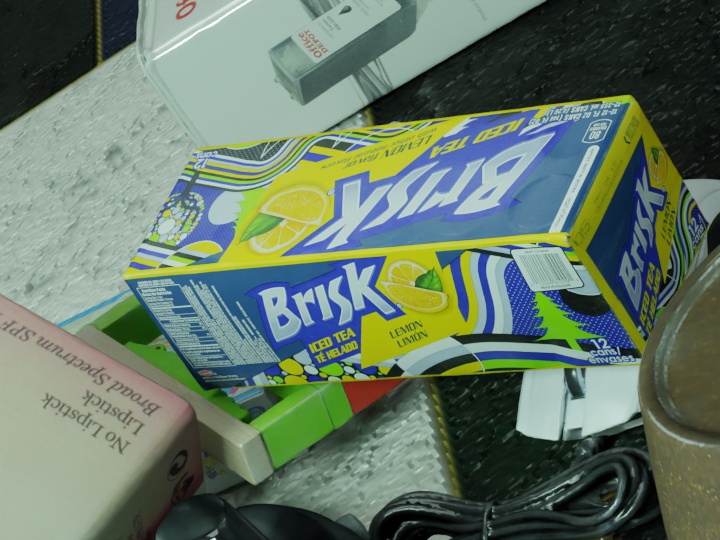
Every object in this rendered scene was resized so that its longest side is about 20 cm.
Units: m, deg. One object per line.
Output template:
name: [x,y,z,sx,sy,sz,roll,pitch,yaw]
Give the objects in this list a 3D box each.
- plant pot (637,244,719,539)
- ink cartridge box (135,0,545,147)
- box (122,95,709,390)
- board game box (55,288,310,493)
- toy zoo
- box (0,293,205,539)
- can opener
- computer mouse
plant pot: [0.152,0.077,0.650,0.186,0.200,0.187,-28,26,15]
ink cartridge box: [-0.002,-0.147,1.365,0.199,0.085,0.146,-28,26,14]
box: [0.017,-0.007,1.014,0.199,0.064,0.070,-4,44,38]
board game box: [-0.103,0.059,1.199,0.199,0.034,0.135,-25,28,24]
toy zoo: [0.000,0.000,1.128,0.199,0.021,0.131,-34,34,-21]
box: [-0.161,0.117,1.028,0.127,0.109,0.200,28,59,18]
can opener: [-0.029,0.100,0.977,0.063,0.079,0.200,-31,2,-6]
computer mouse: [0.083,0.027,1.007,0.109,0.044,0.200,-14,34,41]
